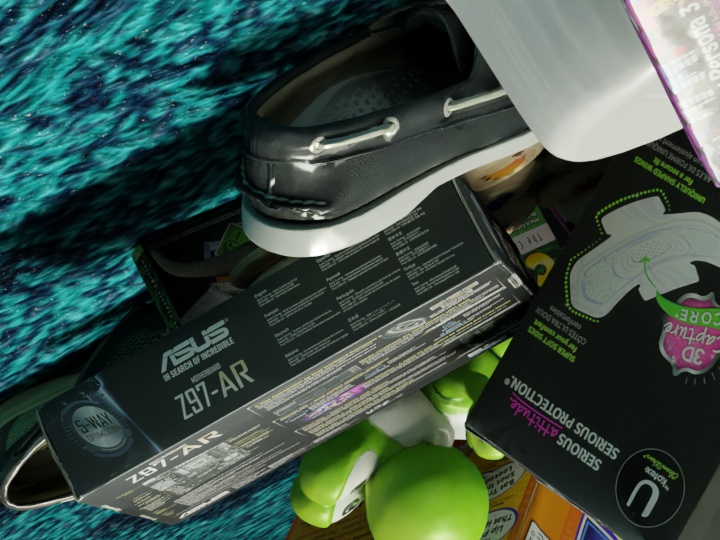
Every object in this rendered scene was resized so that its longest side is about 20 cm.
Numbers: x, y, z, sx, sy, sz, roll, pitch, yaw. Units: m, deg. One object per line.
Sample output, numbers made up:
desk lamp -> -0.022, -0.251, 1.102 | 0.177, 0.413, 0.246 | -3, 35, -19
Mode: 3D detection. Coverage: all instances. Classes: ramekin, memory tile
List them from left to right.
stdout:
memory tile -> 0.035, -0.024, 1.271 | 0.199, 0.017, 0.153 | -27, 167, -8
ramekin -> 0.128, -0.123, 1.092 | 0.200, 0.098, 0.200 | -28, 172, -4

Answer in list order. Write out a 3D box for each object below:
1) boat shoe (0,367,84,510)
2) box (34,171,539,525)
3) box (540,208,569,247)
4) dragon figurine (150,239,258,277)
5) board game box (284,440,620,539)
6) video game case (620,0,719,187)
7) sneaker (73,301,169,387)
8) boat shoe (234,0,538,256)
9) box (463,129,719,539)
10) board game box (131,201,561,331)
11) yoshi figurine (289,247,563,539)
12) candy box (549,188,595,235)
boat shoe -> -0.105, 0.072, 1.546 | 0.199, 0.073, 0.065 | -29, -147, 6
box -> -0.024, 0.039, 1.246 | 0.199, 0.044, 0.160 | -30, 167, 6
box -> 0.008, 0.019, 1.632 | 0.200, 0.079, 0.141 | -32, 173, 24
dragon figurine -> 0.003, -0.039, 1.314 | 0.200, 0.059, 0.099 | -37, 165, 32
board game box -> 0.090, 0.182, 1.603 | 0.199, 0.200, 0.200 | -23, -153, 37
video game case -> 0.158, -0.138, 0.942 | 0.181, 0.036, 0.200 | -29, 134, 5
sneaker -> -0.058, 0.023, 1.460 | 0.199, 0.076, 0.114 | -29, 170, -14
boat shoe -> 0.030, -0.076, 1.164 | 0.200, 0.075, 0.061 | -39, 139, -37
box -> 0.169, 0.024, 1.264 | 0.148, 0.124, 0.201 | 21, 102, -53
board game box -> 0.000, 0.000, 1.393 | 0.199, 0.105, 0.023 | -23, 167, -27
yoshi figurine -> 0.055, 0.080, 1.457 | 0.112, 0.113, 0.200 | 13, -141, 45
candy box -> 0.131, -0.038, 1.454 | 0.061, 0.137, 0.200 | -37, 170, 8
